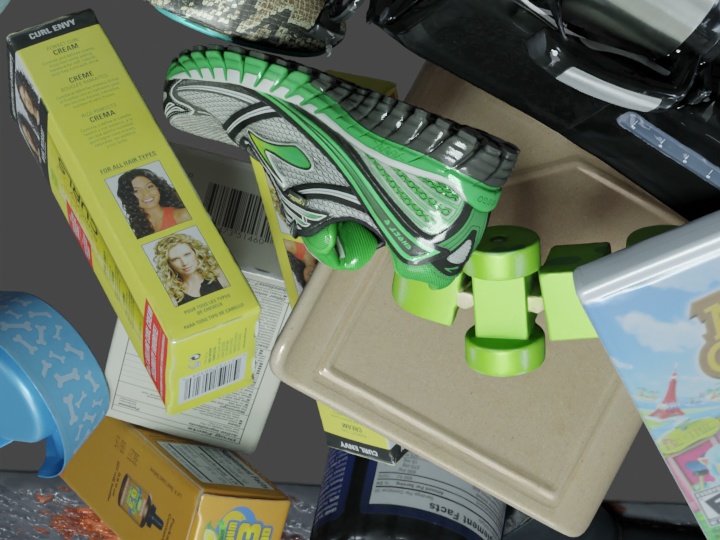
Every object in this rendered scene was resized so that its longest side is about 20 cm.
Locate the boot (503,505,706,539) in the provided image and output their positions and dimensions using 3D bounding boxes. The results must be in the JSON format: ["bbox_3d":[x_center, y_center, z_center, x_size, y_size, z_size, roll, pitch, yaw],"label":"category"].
[{"bbox_3d":[0.156,0.177,1.530,0.200,0.076,0.168,-4,148,34],"label":"boot"}]

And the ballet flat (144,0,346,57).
[{"bbox_3d":[-0.099,-0.158,1.137,0.200,0.068,0.075,15,128,-1],"label":"ballet flat"}]

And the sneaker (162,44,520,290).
[{"bbox_3d":[-0.024,-0.051,1.125,0.200,0.085,0.078,24,-175,39],"label":"sneaker"}]

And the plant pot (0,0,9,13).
[{"bbox_3d":[-0.313,-0.164,1.070,0.200,0.196,0.196,25,148,33],"label":"plant pot"}]

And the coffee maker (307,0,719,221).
[{"bbox_3d":[0.117,-0.115,1.083,0.200,0.135,0.192,31,167,-23],"label":"coffee maker"}]

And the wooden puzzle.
[{"bbox_3d":[0.074,0.013,1.227,0.200,0.185,0.037,30,175,-18],"label":"wooden puzzle"}]

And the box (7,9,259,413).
[{"bbox_3d":[-0.115,-0.031,1.202,0.050,0.200,0.075,-22,153,-19],"label":"box"}]

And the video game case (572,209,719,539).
[{"bbox_3d":[0.221,0.031,1.092,0.200,0.022,0.182,-22,127,13],"label":"video game case"}]

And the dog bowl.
[{"bbox_3d":[-0.222,0.063,1.454,0.200,0.050,0.111,1,123,54],"label":"dog bowl"}]

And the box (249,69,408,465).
[{"bbox_3d":[0.000,0.000,1.259,0.050,0.075,0.200,13,130,36],"label":"box"}]

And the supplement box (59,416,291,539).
[{"bbox_3d":[-0.117,0.130,1.460,0.069,0.067,0.200,10,-168,-29],"label":"supplement box"}]

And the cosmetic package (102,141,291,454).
[{"bbox_3d":[-0.086,0.020,1.383,0.104,0.073,0.200,16,147,-5],"label":"cosmetic package"}]

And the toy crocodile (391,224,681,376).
[{"bbox_3d":[0.110,0.010,1.142,0.200,0.062,0.068,2,115,17],"label":"toy crocodile"}]

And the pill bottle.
[{"bbox_3d":[0.030,0.142,1.409,0.112,0.200,0.112,9,147,6],"label":"pill bottle"}]
